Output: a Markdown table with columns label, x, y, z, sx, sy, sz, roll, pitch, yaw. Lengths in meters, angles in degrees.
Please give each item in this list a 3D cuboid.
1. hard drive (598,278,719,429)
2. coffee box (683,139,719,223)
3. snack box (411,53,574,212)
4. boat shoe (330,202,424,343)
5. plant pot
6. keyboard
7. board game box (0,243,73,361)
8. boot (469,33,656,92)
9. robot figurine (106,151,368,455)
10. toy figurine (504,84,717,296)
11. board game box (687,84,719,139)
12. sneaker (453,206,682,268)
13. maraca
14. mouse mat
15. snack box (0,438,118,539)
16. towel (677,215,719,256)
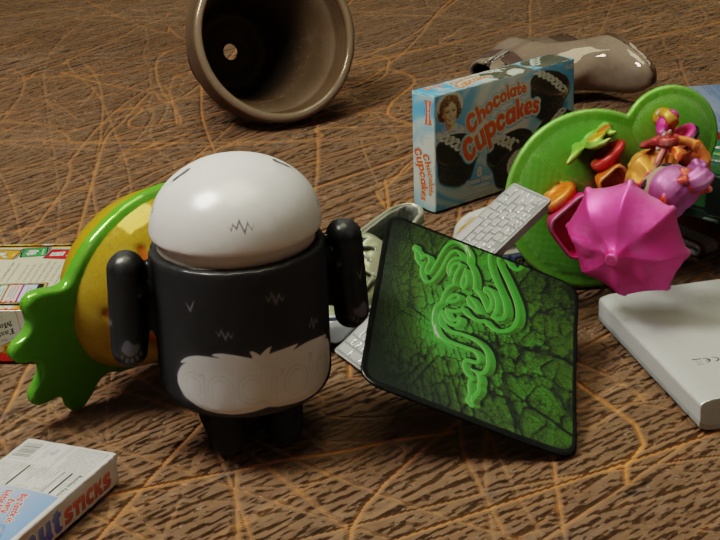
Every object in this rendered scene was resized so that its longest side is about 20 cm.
| label | x | y | z | sx | sy | sz | roll | pitch | yaw |
| --- | --- | --- | --- | --- | --- | --- | --- | --- | --- |
| hard drive | 0.274 | 0.058 | 1.202 | 0.130 | 0.027 | 0.200 | -7 | 22 | -11 |
| coffee box | 0.337 | -0.082 | 1.437 | 0.122 | 0.045 | 0.199 | 19 | 20 | 41 |
| snack box | 0.134 | -0.140 | 1.602 | 0.198 | 0.118 | 0.037 | -19 | 27 | -37 |
| boat shoe | 0.000 | 0.000 | 1.330 | 0.071 | 0.063 | 0.200 | 7 | 24 | 23 |
| plant pot | -0.127 | -0.270 | 1.909 | 0.198 | 0.203 | 0.174 | -11 | 5 | -22 |
| keyboard | 0.064 | 0.005 | 1.248 | 0.200 | 0.011 | 0.056 | -42 | 36 | -11 |
| board game box | -0.247 | 0.023 | 1.320 | 0.197 | 0.047 | 0.152 | 0 | 21 | 4 |
| boot | 0.231 | -0.231 | 1.897 | 0.145 | 0.071 | 0.199 | -22 | 27 | -27 |
| robot figurine | -0.082 | 0.020 | 1.095 | 0.124 | 0.203 | 0.150 | 11 | 25 | 33 |
| toy figurine | 0.221 | -0.053 | 1.256 | 0.199 | 0.151 | 0.184 | -38 | 15 | 4 |
| board game box | 0.422 | -0.175 | 1.799 | 0.101 | 0.020 | 0.200 | -5 | 21 | -3 |
| sneaker | 0.177 | -0.038 | 1.396 | 0.197 | 0.076 | 0.088 | 1 | 12 | -4 |
| maraca | -0.171 | 0.017 | 1.170 | 0.106 | 0.138 | 0.200 | 26 | 56 | 40 |
| mouse mat | 0.083 | 0.042 | 1.146 | 0.159 | 0.008 | 0.201 | 20 | 35 | -7 |
| snack box | -0.231 | 0.161 | 0.993 | 0.071 | 0.025 | 0.200 | 7 | 23 | 22 |
| towel | 0.338 | -0.061 | 1.512 | 0.198 | 0.023 | 0.144 | -18 | 28 | -31 |
